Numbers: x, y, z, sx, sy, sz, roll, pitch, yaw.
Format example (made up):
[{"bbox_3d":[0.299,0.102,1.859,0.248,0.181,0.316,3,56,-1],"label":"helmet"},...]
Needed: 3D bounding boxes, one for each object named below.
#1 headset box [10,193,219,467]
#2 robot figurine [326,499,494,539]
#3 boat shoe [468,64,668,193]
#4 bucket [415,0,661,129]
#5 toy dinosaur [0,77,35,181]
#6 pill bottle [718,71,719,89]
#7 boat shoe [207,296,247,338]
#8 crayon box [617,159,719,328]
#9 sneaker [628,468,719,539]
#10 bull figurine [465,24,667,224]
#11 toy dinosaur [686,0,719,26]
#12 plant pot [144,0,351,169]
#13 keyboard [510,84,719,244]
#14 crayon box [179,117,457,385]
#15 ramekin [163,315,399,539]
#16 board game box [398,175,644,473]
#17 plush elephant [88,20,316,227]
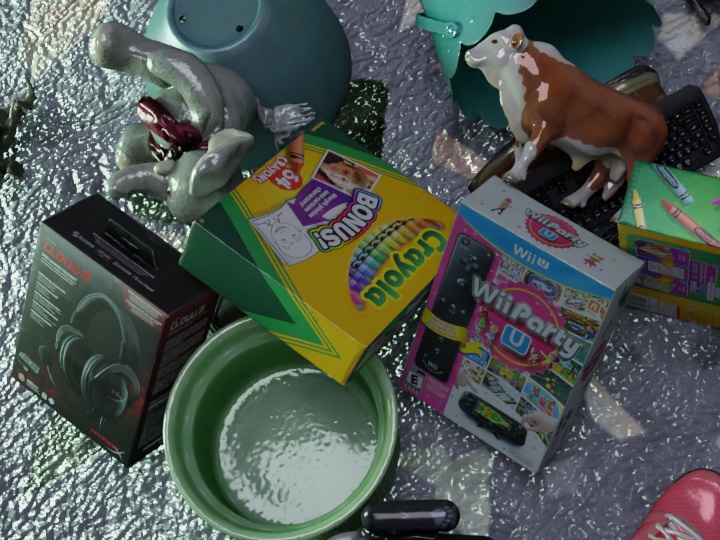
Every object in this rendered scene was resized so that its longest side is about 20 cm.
[{"bbox_3d":[-0.211,0.044,1.386,0.149,0.200,0.077,35,40,19],"label":"headset box"},{"bbox_3d":[0.048,0.271,1.296,0.199,0.125,0.151,1,65,10],"label":"robot figurine"},{"bbox_3d":[0.193,-0.105,1.434,0.200,0.076,0.074,-31,81,0],"label":"boat shoe"},{"bbox_3d":[0.148,-0.236,1.423,0.207,0.207,0.135,-21,64,2],"label":"bucket"},{"bbox_3d":[-0.363,-0.113,1.533,0.102,0.077,0.201,-26,48,35],"label":"toy dinosaur"},{"bbox_3d":[0.420,-0.176,1.399,0.199,0.109,0.109,-23,68,1],"label":"pill bottle"},{"bbox_3d":[-0.073,-0.016,1.457,0.069,0.057,0.200,38,80,20],"label":"boat shoe"},{"bbox_3d":[0.276,-0.015,1.316,0.118,0.200,0.058,14,73,15],"label":"crayon box"},{"bbox_3d":[0.238,0.243,1.289,0.074,0.087,0.200,34,79,19],"label":"sneaker"},{"bbox_3d":[0.169,-0.121,1.337,0.199,0.065,0.122,20,91,-23],"label":"bull figurine"},{"bbox_3d":[0.346,-0.301,1.472,0.136,0.102,0.200,-32,89,15],"label":"toy dinosaur"},{"bbox_3d":[-0.118,-0.213,1.496,0.199,0.135,0.201,-4,69,9],"label":"plant pot"},{"bbox_3d":[0.230,-0.072,1.402,0.200,0.040,0.104,-29,112,-1],"label":"keyboard"},{"bbox_3d":[-0.022,-0.021,1.343,0.172,0.058,0.200,35,44,10],"label":"crayon box"},{"bbox_3d":[-0.060,0.142,1.374,0.199,0.098,0.201,-3,70,9],"label":"ramekin"},{"bbox_3d":[0.127,0.045,1.327,0.147,0.200,0.064,31,36,19],"label":"board game box"},{"bbox_3d":[-0.150,-0.097,1.390,0.199,0.165,0.155,10,48,5],"label":"plush elephant"}]
